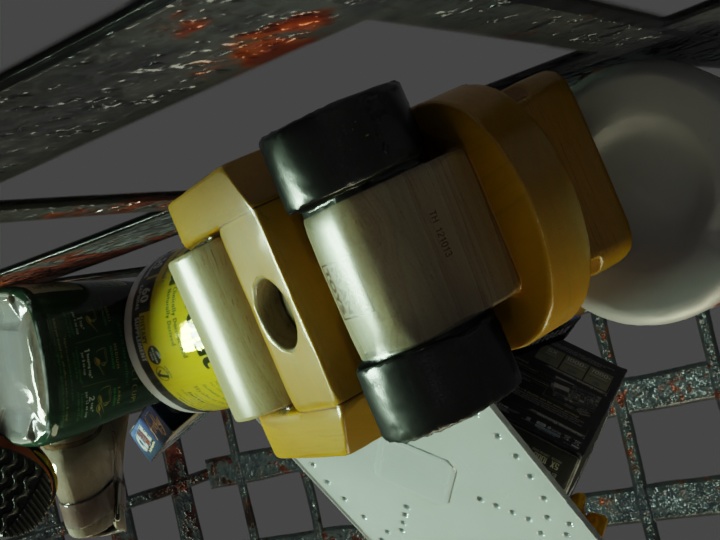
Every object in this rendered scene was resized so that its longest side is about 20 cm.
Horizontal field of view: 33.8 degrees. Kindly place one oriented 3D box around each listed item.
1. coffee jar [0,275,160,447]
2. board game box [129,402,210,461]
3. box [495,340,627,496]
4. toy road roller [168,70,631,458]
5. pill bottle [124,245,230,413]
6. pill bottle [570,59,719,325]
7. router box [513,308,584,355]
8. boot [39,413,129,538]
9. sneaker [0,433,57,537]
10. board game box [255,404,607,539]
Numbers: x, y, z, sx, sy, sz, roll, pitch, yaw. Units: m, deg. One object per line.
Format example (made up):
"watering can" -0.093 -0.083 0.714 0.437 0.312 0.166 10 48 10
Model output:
"coffee jar" -0.161 0.051 0.829 0.084 0.106 0.198 -6 -177 42
"board game box" -0.113 0.082 1.058 0.199 0.035 0.136 -40 176 -26
"box" 0.088 0.099 0.927 0.198 0.087 0.164 25 -153 14
"toy road roller" 0.020 -0.008 0.497 0.145 0.125 0.199 -25 -178 -31
"pill bottle" -0.050 0.022 0.742 0.198 0.113 0.110 -17 175 42
"pill bottle" 0.162 -0.039 0.592 0.113 0.116 0.199 -15 177 27
"router box" 0.119 -0.003 0.846 0.198 0.051 0.150 -13 140 -50
"boot" -0.215 0.142 0.971 0.069 0.149 0.200 -11 174 6
"sneaker" -0.296 0.112 0.806 0.198 0.071 0.090 31 177 -6
"board game box" 0.041 0.128 0.813 0.198 0.201 0.026 -16 -148 43
